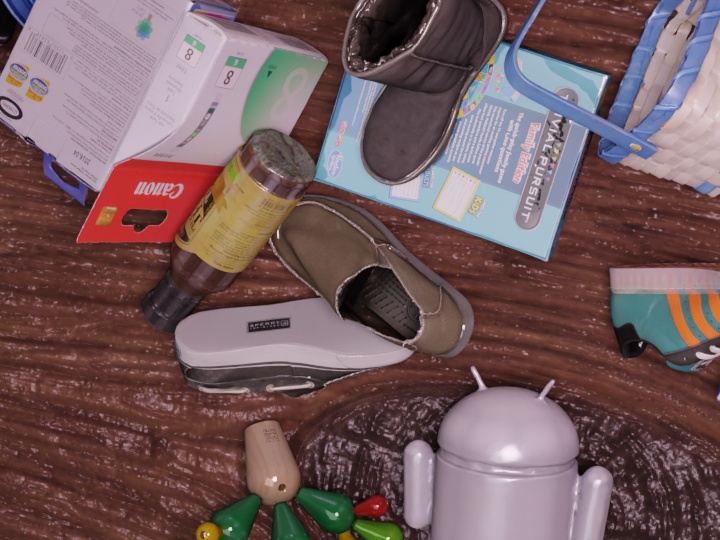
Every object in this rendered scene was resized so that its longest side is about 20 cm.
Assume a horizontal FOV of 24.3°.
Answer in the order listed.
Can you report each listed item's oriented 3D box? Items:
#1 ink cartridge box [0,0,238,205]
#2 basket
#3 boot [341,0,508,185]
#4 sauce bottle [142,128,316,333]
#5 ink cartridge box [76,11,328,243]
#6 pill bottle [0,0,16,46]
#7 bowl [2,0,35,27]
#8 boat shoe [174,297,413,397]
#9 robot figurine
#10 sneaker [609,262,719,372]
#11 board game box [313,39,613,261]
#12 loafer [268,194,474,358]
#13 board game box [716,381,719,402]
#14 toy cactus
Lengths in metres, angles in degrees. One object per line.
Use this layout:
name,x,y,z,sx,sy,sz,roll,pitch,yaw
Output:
ink cartridge box,-0.203,-0.150,1.314,0.136,0.076,0.201,35,105,23
basket,0.214,-0.155,1.207,0.200,0.139,0.177,33,64,-10
boot,0.033,-0.138,1.197,0.072,0.200,0.182,30,104,8
sauce bottle,-0.113,-0.026,1.356,0.065,0.065,0.200,43,120,4
ink cartridge box,-0.122,-0.097,1.311,0.050,0.161,0.201,33,105,23
pill bottle,-0.396,-0.197,1.391,0.199,0.112,0.112,-25,92,16
bowl,-0.209,-0.274,1.369,0.199,0.039,0.202,2,99,13
boat shoe,-0.051,0.067,1.376,0.199,0.071,0.064,-1,131,6
robot figurine,0.114,0.179,1.321,0.169,0.113,0.201,5,100,15
sneaker,0.270,0.037,1.247,0.199,0.071,0.080,3,97,51
board game box,0.079,-0.113,1.318,0.199,0.047,0.152,20,102,10
loafer,0.000,0.000,1.327,0.200,0.070,0.075,32,105,26
board game box,0.402,0.057,1.259,0.195,0.056,0.201,30,104,8
toy cactus,-0.065,0.202,1.368,0.199,0.102,0.166,-11,67,-12
